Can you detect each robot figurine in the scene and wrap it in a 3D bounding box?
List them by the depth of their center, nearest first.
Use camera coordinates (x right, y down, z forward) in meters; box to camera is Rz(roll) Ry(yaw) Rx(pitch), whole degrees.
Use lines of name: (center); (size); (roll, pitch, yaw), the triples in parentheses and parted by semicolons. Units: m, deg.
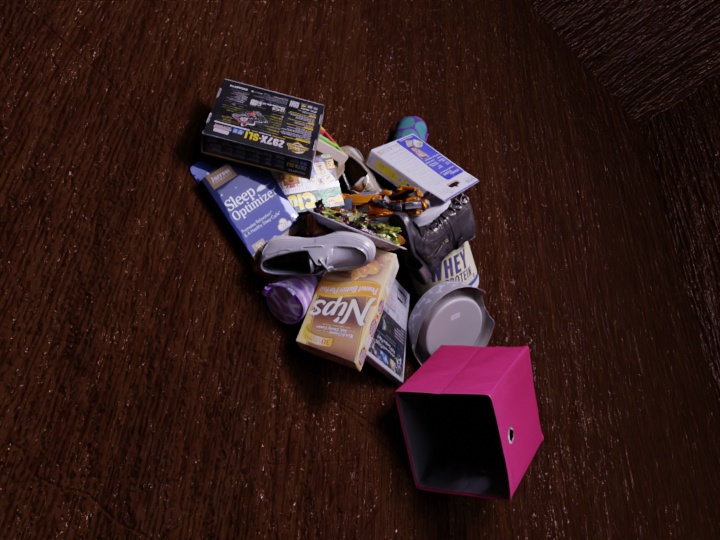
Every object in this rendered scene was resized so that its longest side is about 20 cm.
robot figurine: (0.042, -0.134, 1.345); (0.145, 0.193, 0.060); (-18, 104, -76)

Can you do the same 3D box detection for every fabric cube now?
fabric cube: (0.205, 0.269, 1.235); (0.198, 0.195, 0.202); (-30, 111, -52)

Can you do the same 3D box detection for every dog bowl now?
dog bowl: (0.180, 0.114, 1.375); (0.197, 0.204, 0.059); (22, 10, -37)

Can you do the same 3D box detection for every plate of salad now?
plate of salad: (-0.005, -0.083, 1.204); (0.197, 0.198, 0.049); (18, 96, -40)

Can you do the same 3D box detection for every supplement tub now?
supplement tub: (0.162, -0.042, 1.439); (0.145, 0.141, 0.205); (-47, 121, -52)

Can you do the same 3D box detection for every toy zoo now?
toy zoo: (-0.116, -0.296, 1.365); (0.129, 0.021, 0.201); (22, 23, -45)

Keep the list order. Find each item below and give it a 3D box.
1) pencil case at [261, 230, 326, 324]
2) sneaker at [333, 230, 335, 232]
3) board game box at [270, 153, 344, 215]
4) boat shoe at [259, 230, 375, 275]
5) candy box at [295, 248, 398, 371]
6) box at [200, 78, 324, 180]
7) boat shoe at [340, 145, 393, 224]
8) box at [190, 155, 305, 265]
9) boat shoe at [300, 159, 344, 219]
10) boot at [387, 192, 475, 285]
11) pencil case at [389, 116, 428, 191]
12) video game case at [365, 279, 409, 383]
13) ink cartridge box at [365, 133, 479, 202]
pencil case: (-0.099, 0.011, 1.207); (0.084, 0.085, 0.201); (31, 38, 4)
sneaker: (0.000, 0.000, 1.342); (0.095, 0.078, 0.206); (0, 73, -61)
board game box: (-0.131, -0.153, 1.250); (0.195, 0.023, 0.108); (-13, 83, -25)
boat shoe: (-0.073, -0.022, 1.114); (0.193, 0.074, 0.069); (5, 35, 6)
candy box: (-0.020, 0.055, 1.156); (0.056, 0.112, 0.205); (68, 41, -64)
box: (-0.169, -0.253, 1.198); (0.194, 0.050, 0.163); (13, 51, -6)
boat shoe: (0.005, -0.177, 1.445); (0.202, 0.074, 0.068); (56, 20, 13)
box: (-0.198, -0.127, 1.184); (0.120, 0.032, 0.202); (-36, 91, -27)
boat shoe: (-0.087, -0.160, 1.352); (0.200, 0.070, 0.078); (-45, 112, -42)
boot: (0.145, -0.087, 1.296); (0.174, 0.069, 0.202); (-45, 138, -13)
pencil case: (0.114, -0.287, 1.636); (0.090, 0.086, 0.204); (20, 48, -7)
video game case: (0.043, 0.094, 1.268); (0.200, 0.023, 0.187); (45, 45, -55)
ink cartridge box: (0.138, -0.213, 1.469); (0.199, 0.048, 0.196); (40, 35, 15)
